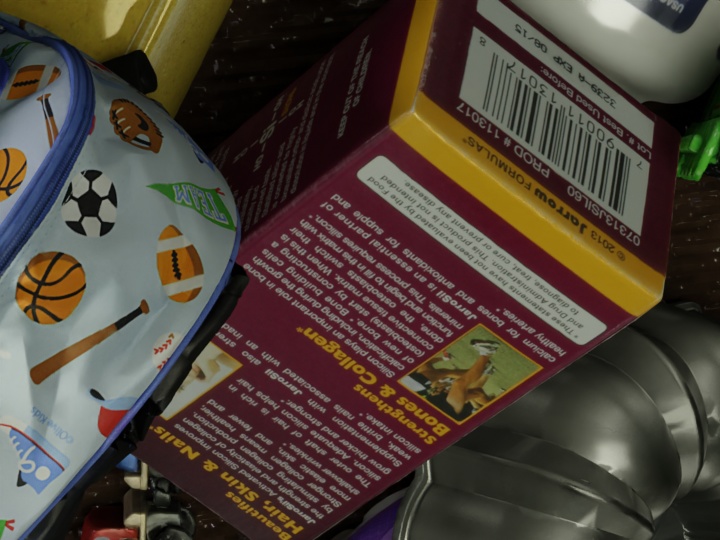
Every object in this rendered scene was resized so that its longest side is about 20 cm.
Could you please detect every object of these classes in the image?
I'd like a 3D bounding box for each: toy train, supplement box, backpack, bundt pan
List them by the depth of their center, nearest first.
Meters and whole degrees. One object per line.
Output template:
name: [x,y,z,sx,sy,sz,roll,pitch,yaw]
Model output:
backpack: [-0.128,0.001,0.841,0.154,0.190,0.200,35,85,-33]
supplement box: [0.000,0.000,0.929,0.110,0.086,0.200,36,130,-21]
toy train: [0.138,-0.052,0.961,0.042,0.200,0.057,24,93,3]
bundt pan: [0.111,0.106,1.023,0.201,0.076,0.202,-4,97,-36]
toy train: [-0.086,0.110,1.042,0.046,0.034,0.201,2,108,-3]

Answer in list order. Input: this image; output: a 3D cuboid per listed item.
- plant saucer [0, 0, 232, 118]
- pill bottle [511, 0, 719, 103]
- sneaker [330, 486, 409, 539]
plant saucer: [-0.134,-0.116,0.948,0.200,0.048,0.200,24,100,-20]
pill bottle: [0.101,-0.130,0.967,0.111,0.111,0.200,30,98,-20]
sneaker: [-0.007,0.150,1.017,0.081,0.083,0.200,45,67,7]
